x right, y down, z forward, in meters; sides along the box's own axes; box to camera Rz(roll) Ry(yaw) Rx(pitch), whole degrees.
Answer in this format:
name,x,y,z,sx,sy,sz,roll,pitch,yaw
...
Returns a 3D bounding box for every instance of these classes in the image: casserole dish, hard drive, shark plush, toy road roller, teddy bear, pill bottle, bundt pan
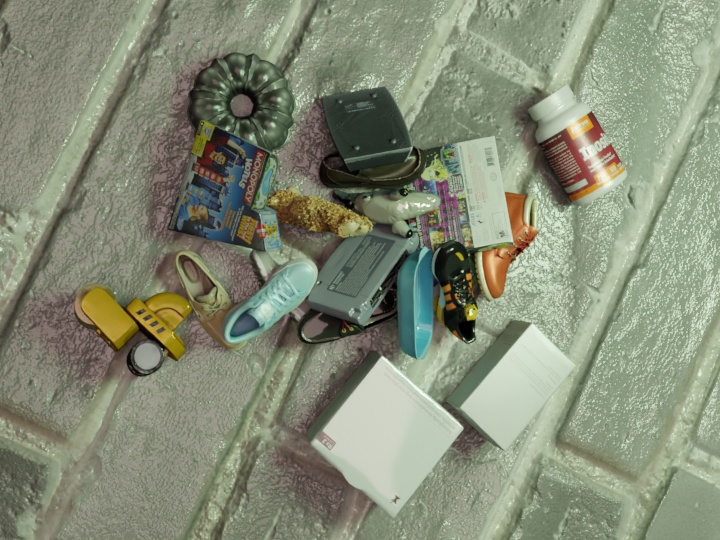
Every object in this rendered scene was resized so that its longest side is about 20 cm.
name,x,y,z,sx,sy,sz,roll,pitch,yaw
casserole dish,0.094,0.056,1.528,0.038,0.121,0.204,6,114,18
hard drive,0.010,-0.247,1.554,0.132,0.202,0.043,-11,133,-7
shark plush,0.040,-0.113,1.575,0.083,0.197,0.092,-45,123,-46
toy road roller,-0.380,0.079,1.527,0.200,0.123,0.146,44,71,-7
teddy bear,-0.072,-0.103,1.545,0.144,0.198,0.068,2,101,-51
pill bottle,0.391,-0.230,1.624,0.112,0.113,0.202,-32,94,-6
bundt pan,-0.209,-0.290,1.569,0.198,0.076,0.206,0,90,-8

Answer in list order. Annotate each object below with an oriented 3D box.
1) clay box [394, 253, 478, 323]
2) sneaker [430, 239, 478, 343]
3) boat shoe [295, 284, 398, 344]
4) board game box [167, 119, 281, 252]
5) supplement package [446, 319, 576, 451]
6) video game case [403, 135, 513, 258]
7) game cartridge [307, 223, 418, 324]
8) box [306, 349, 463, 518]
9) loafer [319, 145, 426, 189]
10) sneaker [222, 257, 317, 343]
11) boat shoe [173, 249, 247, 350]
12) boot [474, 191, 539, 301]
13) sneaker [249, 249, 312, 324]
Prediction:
name,x,y,z,sx,sy,sz,roll,pitch,yaw
clay box,0.129,0.005,1.622,0.199,0.048,0.116,-35,95,-5
sneaker,0.175,0.039,1.539,0.069,0.090,0.202,-24,134,-17
boat shoe,-0.018,0.075,1.547,0.198,0.063,0.075,-20,97,-7
board game box,-0.208,-0.122,1.509,0.198,0.061,0.203,27,106,19
supplement package,0.268,0.204,1.603,0.117,0.117,0.200,43,84,-6
video game case,0.169,-0.126,1.588,0.178,0.036,0.204,-11,75,8
game cartridge,0.000,0.000,1.545,0.132,0.041,0.201,18,58,33
box,0.039,0.282,1.567,0.198,0.131,0.201,41,85,-5
loafer,0.020,-0.185,1.575,0.196,0.071,0.074,-8,75,6
sneaker,-0.151,0.061,1.502,0.199,0.082,0.074,-41,107,11
boat shoe,-0.266,0.053,1.564,0.071,0.065,0.202,-31,93,-6
boot,0.265,-0.044,1.599,0.106,0.075,0.204,3,83,28
sneaker,-0.119,0.028,1.586,0.082,0.075,0.201,-44,106,-12
